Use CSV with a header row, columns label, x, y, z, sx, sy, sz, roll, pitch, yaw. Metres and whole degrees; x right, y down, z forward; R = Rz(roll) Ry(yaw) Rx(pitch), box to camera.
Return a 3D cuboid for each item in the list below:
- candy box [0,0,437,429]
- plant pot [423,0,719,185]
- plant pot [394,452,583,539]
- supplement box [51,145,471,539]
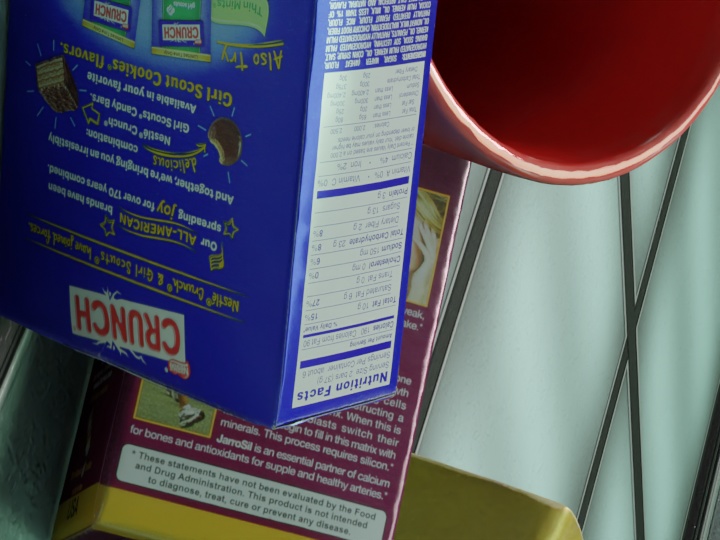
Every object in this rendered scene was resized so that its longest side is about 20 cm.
label,x,y,z,sx,sy,sz,roll,pitch,yaw
candy box,-0.057,-0.061,1.115,0.077,0.169,0.201,-9,111,-45
plant pot,0.036,-0.141,1.215,0.200,0.177,0.201,-5,98,-36
plant pot,-0.009,0.205,1.471,0.194,0.195,0.200,66,45,-66
supplement box,-0.044,0.034,1.271,0.103,0.131,0.201,147,-42,-71
